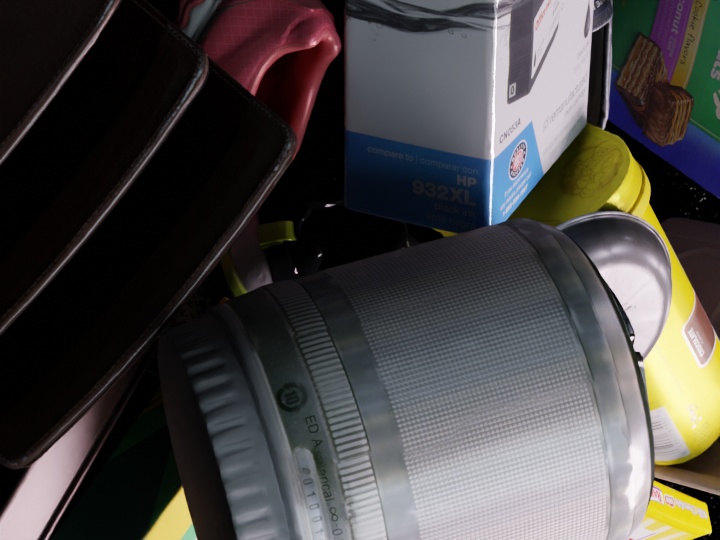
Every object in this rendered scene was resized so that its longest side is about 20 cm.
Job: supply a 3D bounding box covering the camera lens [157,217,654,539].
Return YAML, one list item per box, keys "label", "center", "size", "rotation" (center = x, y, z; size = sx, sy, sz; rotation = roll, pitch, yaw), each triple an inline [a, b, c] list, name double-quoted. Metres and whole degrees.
- label: "camera lens"
  center: [0.023, 0.072, 0.938]
  size: [0.199, 0.160, 0.161]
  rotation: [-15, 132, -13]

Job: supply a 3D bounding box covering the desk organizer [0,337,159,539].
- label: "desk organizer"
  center: [-0.189, 0.093, 0.996]
  size: [0.077, 0.071, 0.201]
  rotation: [44, 70, -47]

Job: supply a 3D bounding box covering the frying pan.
- label: "frying pan"
  center: [0.083, 0.027, 1.047]
  size: [0.189, 0.031, 0.116]
  rotation: [-6, 122, -29]

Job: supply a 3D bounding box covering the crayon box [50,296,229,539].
- label: "crayon box"
  center: [-0.048, 0.129, 1.090]
  size: [0.173, 0.058, 0.200]
  rotation: [-55, 137, 3]

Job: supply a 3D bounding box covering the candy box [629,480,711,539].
- label: "candy box"
  center: [0.104, 0.174, 1.260]
  size: [0.199, 0.027, 0.102]
  rotation: [-27, 151, 29]

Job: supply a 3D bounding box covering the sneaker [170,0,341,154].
- label: "sneaker"
  center: [-0.077, -0.058, 1.007]
  size: [0.074, 0.087, 0.201]
  rotation: [14, 110, -46]

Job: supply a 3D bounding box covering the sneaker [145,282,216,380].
- label: "sneaker"
  center: [-0.050, 0.037, 1.129]
  size: [0.200, 0.077, 0.089]
  rotation: [29, 84, -54]

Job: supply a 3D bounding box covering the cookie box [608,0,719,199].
- label: "cookie box"
  center: [0.232, -0.126, 1.151]
  size: [0.075, 0.200, 0.172]
  rotation: [-7, 125, -39]

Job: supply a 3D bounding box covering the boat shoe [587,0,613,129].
- label: "boat shoe"
  center: [0.107, -0.152, 1.117]
  size: [0.072, 0.068, 0.201]
  rotation: [-28, 136, -24]

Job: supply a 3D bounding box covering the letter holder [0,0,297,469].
- label: "letter holder"
  center: [-0.145, -0.032, 0.921]
  size: [0.200, 0.142, 0.101]
  rotation: [-49, 141, 1]

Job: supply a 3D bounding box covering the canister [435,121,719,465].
- label: "canister"
  center: [0.124, 0.008, 1.171]
  size: [0.087, 0.148, 0.200]
  rotation: [-46, 130, -15]

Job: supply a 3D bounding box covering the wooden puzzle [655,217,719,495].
- label: "wooden puzzle"
  center: [0.220, 0.056, 1.260]
  size: [0.200, 0.185, 0.046]
  rotation: [-51, 130, -24]

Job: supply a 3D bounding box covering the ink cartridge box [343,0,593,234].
- label: "ink cartridge box"
  center: [0.057, -0.140, 1.012]
  size: [0.145, 0.083, 0.201]
  rotation: [-46, 143, -51]

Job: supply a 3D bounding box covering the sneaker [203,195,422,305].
- label: "sneaker"
  center: [0.000, 0.000, 1.099]
  size: [0.083, 0.072, 0.200]
  rotation: [-20, 167, 32]
